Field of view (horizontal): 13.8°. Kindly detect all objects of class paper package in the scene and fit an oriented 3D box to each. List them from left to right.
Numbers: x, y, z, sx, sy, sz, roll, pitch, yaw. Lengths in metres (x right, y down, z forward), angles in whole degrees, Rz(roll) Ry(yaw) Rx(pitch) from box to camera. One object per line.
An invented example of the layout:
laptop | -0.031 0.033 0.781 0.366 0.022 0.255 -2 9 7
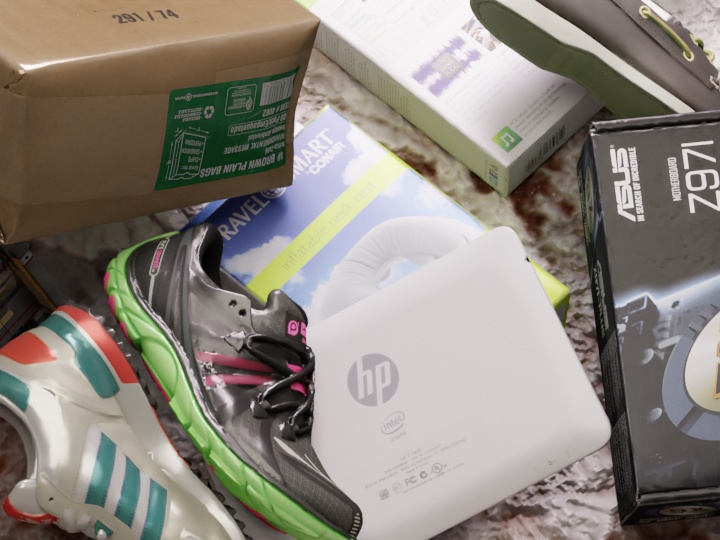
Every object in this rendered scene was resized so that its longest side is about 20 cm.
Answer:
paper package | -0.155 -0.108 1.572 0.200 0.104 0.190 -13 36 -40

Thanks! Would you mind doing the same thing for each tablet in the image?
tablet | 0.017 0.076 1.535 0.200 0.014 0.130 -28 71 7

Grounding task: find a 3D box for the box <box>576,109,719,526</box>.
box | 0.205 0.021 1.540 0.163 0.086 0.201 -5 78 -2

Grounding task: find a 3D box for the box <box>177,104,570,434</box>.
box | 0.000 0.000 1.611 0.200 0.048 0.122 38 66 19

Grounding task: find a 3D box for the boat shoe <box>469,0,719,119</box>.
boat shoe | 0.157 -0.114 1.632 0.201 0.072 0.061 35 75 -9

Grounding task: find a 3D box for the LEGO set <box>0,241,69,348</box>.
LEGO set | -0.239 0.043 1.569 0.153 0.116 0.200 17 63 38

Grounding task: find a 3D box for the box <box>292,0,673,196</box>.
box | 0.058 -0.150 1.707 0.200 0.036 0.144 40 67 20

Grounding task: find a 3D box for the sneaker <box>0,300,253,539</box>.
sneaker | -0.128 0.119 1.504 0.093 0.070 0.200 -32 87 -21

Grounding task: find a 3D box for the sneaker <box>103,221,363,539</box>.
sneaker | -0.055 0.056 1.513 0.084 0.077 0.200 -34 71 -1
